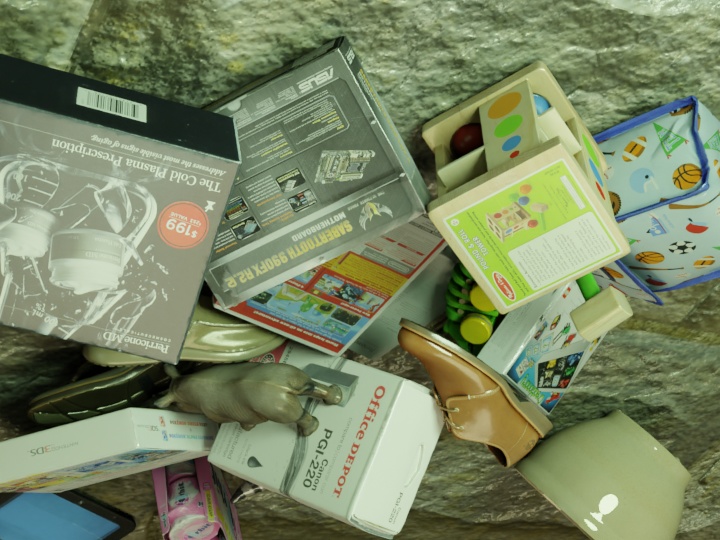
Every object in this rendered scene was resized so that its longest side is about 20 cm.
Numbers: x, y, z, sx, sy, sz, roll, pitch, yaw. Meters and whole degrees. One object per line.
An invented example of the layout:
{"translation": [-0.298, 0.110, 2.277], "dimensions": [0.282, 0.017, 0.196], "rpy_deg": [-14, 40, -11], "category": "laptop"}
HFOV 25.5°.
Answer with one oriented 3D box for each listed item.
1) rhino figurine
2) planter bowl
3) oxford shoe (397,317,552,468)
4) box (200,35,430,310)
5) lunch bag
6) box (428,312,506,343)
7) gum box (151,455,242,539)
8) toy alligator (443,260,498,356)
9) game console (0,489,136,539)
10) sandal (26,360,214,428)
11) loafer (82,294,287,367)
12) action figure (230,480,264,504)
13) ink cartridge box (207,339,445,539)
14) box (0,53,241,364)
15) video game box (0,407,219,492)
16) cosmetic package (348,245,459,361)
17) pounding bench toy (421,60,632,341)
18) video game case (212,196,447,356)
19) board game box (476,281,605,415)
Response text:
{"translation": [-0.122, 0.117, 1.508], "dimensions": [0.200, 0.060, 0.087], "rpy_deg": [-2, 160, 35], "category": "rhino figurine"}
{"translation": [0.296, 0.247, 1.842], "dimensions": [0.135, 0.200, 0.200], "rpy_deg": [-47, 140, -3], "category": "planter bowl"}
{"translation": [0.097, 0.117, 1.479], "dimensions": [0.200, 0.071, 0.071], "rpy_deg": [43, 83, -27], "category": "oxford shoe"}
{"translation": [-0.064, -0.079, 1.320], "dimensions": [0.200, 0.048, 0.158], "rpy_deg": [-26, 108, 14], "category": "box"}
{"translation": [0.264, -0.051, 1.483], "dimensions": [0.200, 0.124, 0.170], "rpy_deg": [-19, 146, 30], "category": "lunch bag"}
{"translation": [0.161, 0.068, 1.635], "dimensions": [0.163, 0.021, 0.200], "rpy_deg": [-36, 143, -9], "category": "box"}
{"translation": [-0.176, 0.274, 1.750], "dimensions": [0.066, 0.114, 0.200], "rpy_deg": [-14, 143, -1], "category": "gum box"}
{"translation": [0.103, 0.043, 1.512], "dimensions": [0.054, 0.059, 0.200], "rpy_deg": [20, 129, 8], "category": "toy alligator"}
{"translation": [-0.369, 0.331, 1.762], "dimensions": [0.116, 0.176, 0.200], "rpy_deg": [-3, 153, 35], "category": "game console"}
{"translation": [-0.233, 0.097, 1.559], "dimensions": [0.200, 0.055, 0.082], "rpy_deg": [-27, 150, -8], "category": "sandal"}
{"translation": [-0.160, 0.048, 1.487], "dimensions": [0.200, 0.076, 0.067], "rpy_deg": [-6, 105, -21], "category": "loafer"}
{"translation": [-0.043, 0.202, 1.718], "dimensions": [0.193, 0.105, 0.200], "rpy_deg": [-9, 142, 8], "category": "action figure"}
{"translation": [-0.033, 0.157, 1.539], "dimensions": [0.200, 0.146, 0.085], "rpy_deg": [16, 170, 39], "category": "ink cartridge box"}
{"translation": [-0.214, -0.046, 1.243], "dimensions": [0.200, 0.104, 0.182], "rpy_deg": [14, 113, -14], "category": "box"}
{"translation": [-0.266, 0.181, 1.577], "dimensions": [0.200, 0.047, 0.182], "rpy_deg": [-16, 170, 18], "category": "video game box"}
{"translation": [0.000, 0.000, 1.507], "dimensions": [0.151, 0.052, 0.200], "rpy_deg": [-38, 138, 23], "category": "cosmetic package"}
{"translation": [0.157, -0.051, 1.378], "dimensions": [0.124, 0.156, 0.200], "rpy_deg": [-28, 121, 18], "category": "pounding bench toy"}
{"translation": [-0.020, -0.010, 1.427], "dimensions": [0.143, 0.017, 0.200], "rpy_deg": [24, 126, -29], "category": "video game case"}
{"translation": [0.187, 0.066, 1.565], "dimensions": [0.126, 0.035, 0.200], "rpy_deg": [-54, 155, -3], "category": "board game box"}
